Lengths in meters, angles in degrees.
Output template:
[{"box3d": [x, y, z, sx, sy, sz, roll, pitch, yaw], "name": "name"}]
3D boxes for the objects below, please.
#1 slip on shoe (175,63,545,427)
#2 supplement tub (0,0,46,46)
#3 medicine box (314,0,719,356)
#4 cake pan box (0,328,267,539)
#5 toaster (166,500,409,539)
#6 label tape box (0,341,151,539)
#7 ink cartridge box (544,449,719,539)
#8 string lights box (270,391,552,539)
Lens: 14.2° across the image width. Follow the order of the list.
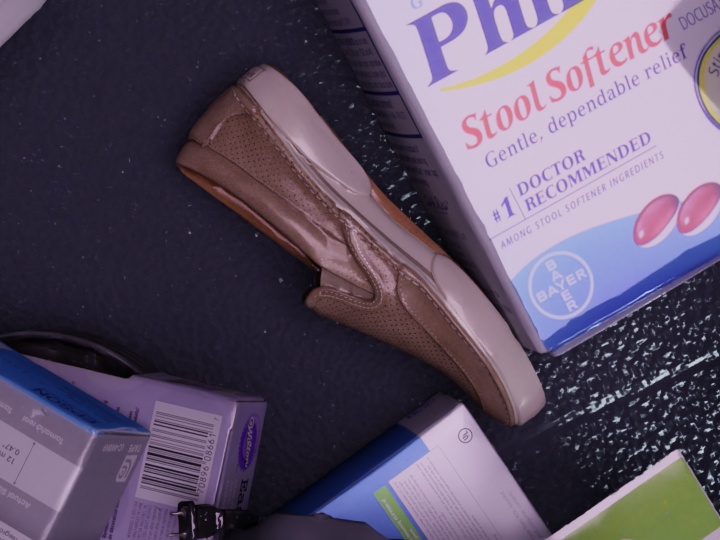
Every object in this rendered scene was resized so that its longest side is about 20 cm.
[{"box3d": [0.000, 0.000, 1.293, 0.061, 0.076, 0.200, -42, 95, -9], "name": "slip on shoe"}, {"box3d": [-0.239, -0.150, 1.216, 0.132, 0.132, 0.200, -44, 99, -5], "name": "supplement tub"}, {"box3d": [0.101, -0.094, 1.293, 0.182, 0.103, 0.201, -30, 99, -7], "name": "medicine box"}, {"box3d": [-0.147, 0.125, 1.254, 0.183, 0.052, 0.201, 11, 91, 15], "name": "cake pan box"}, {"box3d": [0.013, 0.170, 1.185, 0.199, 0.114, 0.130, 9, 81, -17], "name": "toaster"}, {"box3d": [-0.198, 0.120, 1.211, 0.143, 0.066, 0.201, 29, 94, 16], "name": "label tape box"}, {"box3d": [0.127, 0.194, 1.321, 0.147, 0.076, 0.201, -33, 104, -7], "name": "ink cartridge box"}, {"box3d": [-0.011, 0.155, 1.311, 0.200, 0.059, 0.103, -35, 98, -6], "name": "string lights box"}]
